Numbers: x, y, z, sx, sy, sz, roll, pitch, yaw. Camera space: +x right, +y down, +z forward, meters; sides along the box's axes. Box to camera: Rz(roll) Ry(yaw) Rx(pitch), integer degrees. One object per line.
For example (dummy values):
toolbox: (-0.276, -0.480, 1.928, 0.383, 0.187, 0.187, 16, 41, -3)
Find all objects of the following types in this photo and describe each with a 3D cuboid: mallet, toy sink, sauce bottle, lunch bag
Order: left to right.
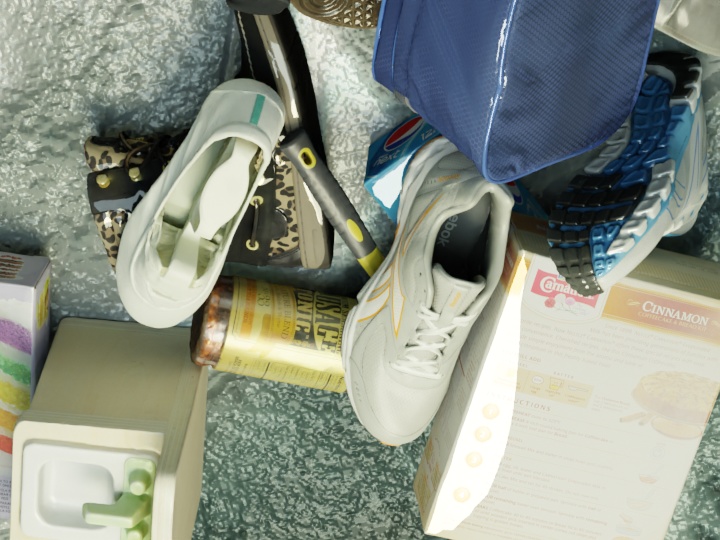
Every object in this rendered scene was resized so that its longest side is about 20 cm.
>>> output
toy sink: (-0.166, 0.135, 1.787, 0.112, 0.200, 0.131, 5, 117, 1)
sauce bottle: (-0.011, 0.048, 1.807, 0.199, 0.066, 0.066, 9, 117, -12)
mallet: (0.000, 0.000, 1.734, 0.066, 0.041, 0.200, -44, 116, -5)
lunch bag: (0.089, -0.172, 1.629, 0.136, 0.132, 0.201, -20, 136, -36)

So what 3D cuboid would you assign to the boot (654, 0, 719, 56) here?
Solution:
boot: (0.205, -0.244, 1.646, 0.181, 0.073, 0.200, 31, 120, -18)

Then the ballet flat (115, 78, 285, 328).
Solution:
ballet flat: (-0.104, -0.029, 1.702, 0.069, 0.070, 0.200, 24, 123, -8)

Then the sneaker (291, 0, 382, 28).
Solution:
sneaker: (-0.051, -0.218, 1.682, 0.200, 0.076, 0.070, 25, 125, -33)

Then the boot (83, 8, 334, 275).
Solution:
boot: (-0.102, -0.083, 1.748, 0.150, 0.073, 0.201, -7, 121, 8)

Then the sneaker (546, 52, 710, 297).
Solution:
sneaker: (0.179, -0.043, 1.685, 0.075, 0.200, 0.087, -2, 130, 33)

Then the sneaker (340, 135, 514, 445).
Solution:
sneaker: (0.043, 0.020, 1.683, 0.075, 0.092, 0.201, 10, 106, -16)

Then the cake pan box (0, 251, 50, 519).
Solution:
cake pan box: (-0.307, 0.067, 1.839, 0.199, 0.052, 0.185, 9, 115, 6)

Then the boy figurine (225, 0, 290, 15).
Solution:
boy figurine: (-0.051, -0.248, 1.568, 0.124, 0.064, 0.201, 17, 82, -21)

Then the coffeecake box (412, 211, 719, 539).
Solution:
coffeecake box: (0.137, 0.081, 1.731, 0.153, 0.073, 0.201, 14, 110, -11)

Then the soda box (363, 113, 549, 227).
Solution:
soda box: (0.088, -0.013, 1.770, 0.068, 0.064, 0.200, -34, 109, 18)
